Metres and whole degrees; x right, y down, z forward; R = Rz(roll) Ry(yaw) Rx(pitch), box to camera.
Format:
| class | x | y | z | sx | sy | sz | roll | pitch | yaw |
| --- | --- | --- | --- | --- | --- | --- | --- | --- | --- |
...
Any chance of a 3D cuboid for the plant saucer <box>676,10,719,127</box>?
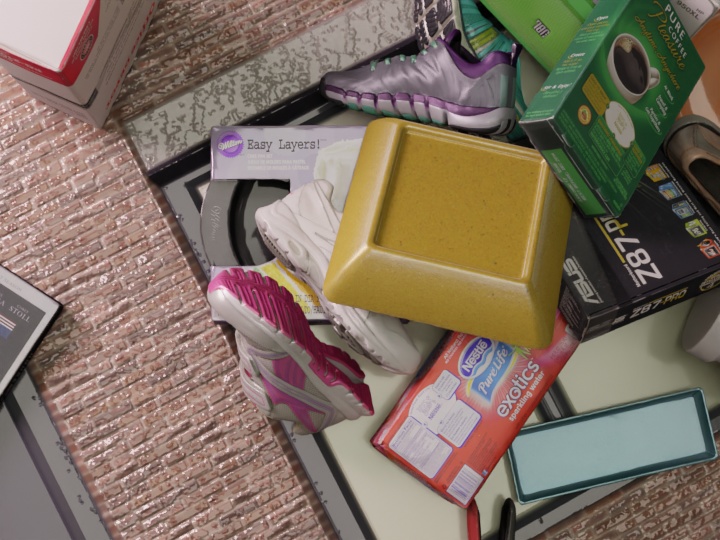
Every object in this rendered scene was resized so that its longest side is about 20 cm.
| class | x | y | z | sx | sy | sz | roll | pitch | yaw |
| --- | --- | --- | --- | --- | --- | --- | --- | --- | --- |
| plant saucer | 0.386 | -0.178 | 1.258 | 0.198 | 0.037 | 0.202 | 0 | 85 | -4 |

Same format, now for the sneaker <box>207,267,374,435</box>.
| class | x | y | z | sx | sy | sz | roll | pitch | yaw |
| --- | --- | --- | --- | --- | --- | --- | --- | --- | --- |
| sneaker | -0.075 | 0.083 | 1.145 | 0.088 | 0.082 | 0.200 | -35 | 118 | 14 |

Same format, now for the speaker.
| class | x | y | z | sx | sy | sz | roll | pitch | yaw |
| --- | --- | --- | --- | --- | --- | --- | --- | --- | --- |
| speaker | 0.176 | -0.247 | 1.200 | 0.200 | 0.088 | 0.089 | 42 | 82 | -18 |

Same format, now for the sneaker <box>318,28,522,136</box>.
| class | x | y | z | sx | sy | sz | roll | pitch | yaw |
| --- | --- | --- | --- | --- | --- | --- | --- | --- | --- |
| sneaker | 0.057 | -0.181 | 1.183 | 0.198 | 0.074 | 0.088 | 14 | 100 | 25 |

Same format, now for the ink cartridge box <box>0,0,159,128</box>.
| class | x | y | z | sx | sy | sz | roll | pitch | yaw |
| --- | --- | --- | --- | --- | --- | --- | --- | --- | --- |
| ink cartridge box | -0.250 | -0.226 | 1.130 | 0.084 | 0.200 | 0.146 | 23 | 83 | 1 |

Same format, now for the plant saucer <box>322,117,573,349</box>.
| class | x | y | z | sx | sy | sz | roll | pitch | yaw |
| --- | --- | --- | --- | --- | --- | --- | --- | --- | --- |
| plant saucer | 0.084 | -0.047 | 1.106 | 0.198 | 0.049 | 0.201 | 13 | 57 | 2 |

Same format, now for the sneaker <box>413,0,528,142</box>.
| class | x | y | z | sx | sy | sz | roll | pitch | yaw |
| --- | --- | --- | --- | --- | --- | --- | --- | --- | --- |
| sneaker | 0.110 | -0.209 | 1.232 | 0.079 | 0.077 | 0.202 | -20 | 90 | -26 |

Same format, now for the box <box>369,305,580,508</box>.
| class | x | y | z | sx | sy | sz | roll | pitch | yaw |
| --- | --- | --- | --- | --- | --- | --- | --- | --- | --- |
| box | 0.106 | 0.106 | 1.177 | 0.099 | 0.095 | 0.201 | 36 | 82 | -1 |

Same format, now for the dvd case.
| class | x | y | z | sx | sy | sz | roll | pitch | yaw |
| --- | --- | --- | --- | --- | --- | --- | --- | --- | --- |
| dvd case | -0.389 | 0.076 | 1.177 | 0.150 | 0.025 | 0.201 | 32 | 83 | -1 |

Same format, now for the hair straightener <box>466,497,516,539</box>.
| class | x | y | z | sx | sy | sz | roll | pitch | yaw |
| --- | --- | --- | --- | --- | --- | --- | --- | --- | --- |
| hair straightener | 0.140 | 0.310 | 1.187 | 0.076 | 0.041 | 0.202 | -2 | 84 | -5 |

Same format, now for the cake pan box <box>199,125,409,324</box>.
| class | x | y | z | sx | sy | sz | roll | pitch | yaw |
| --- | --- | --- | --- | --- | --- | --- | --- | --- | --- |
| cake pan box | -0.050 | -0.043 | 1.204 | 0.198 | 0.052 | 0.186 | 1 | 82 | -4 |

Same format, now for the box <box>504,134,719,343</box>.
| class | x | y | z | sx | sy | sz | roll | pitch | yaw |
| --- | --- | --- | --- | --- | --- | --- | --- | --- | --- |
| box | 0.222 | -0.049 | 1.176 | 0.160 | 0.049 | 0.201 | -20 | 61 | -14 |

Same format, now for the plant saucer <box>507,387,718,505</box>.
| class | x | y | z | sx | sy | sz | roll | pitch | yaw |
| --- | --- | --- | --- | --- | --- | --- | --- | --- | --- |
| plant saucer | 0.237 | 0.166 | 1.222 | 0.198 | 0.019 | 0.071 | -12 | 85 | -6 |

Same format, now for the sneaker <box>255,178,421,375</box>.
| class | x | y | z | sx | sy | sz | roll | pitch | yaw |
| --- | --- | --- | --- | --- | --- | --- | --- | --- | --- |
| sneaker | 0.000 | 0.000 | 1.142 | 0.099 | 0.078 | 0.200 | -39 | 90 | -10 |

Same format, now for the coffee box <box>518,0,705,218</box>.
| class | x | y | z | sx | sy | sz | roll | pitch | yaw |
| --- | --- | --- | --- | --- | --- | --- | --- | --- | --- |
| coffee box | 0.228 | -0.158 | 1.140 | 0.123 | 0.044 | 0.201 | 49 | 60 | -29 |

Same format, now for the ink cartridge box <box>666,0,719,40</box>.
| class | x | y | z | sx | sy | sz | roll | pitch | yaw |
| --- | --- | --- | --- | --- | --- | --- | --- | --- | --- |
| ink cartridge box | 0.304 | -0.332 | 1.215 | 0.144 | 0.084 | 0.201 | 37 | 64 | 0 |

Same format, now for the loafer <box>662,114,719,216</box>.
| class | x | y | z | sx | sy | sz | roll | pitch | yaw |
| --- | --- | --- | --- | --- | --- | --- | --- | --- | --- |
| loafer | 0.360 | -0.066 | 1.203 | 0.199 | 0.063 | 0.072 | 34 | 120 | -20 |

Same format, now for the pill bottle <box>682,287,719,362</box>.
| class | x | y | z | sx | sy | sz | roll | pitch | yaw |
| --- | --- | --- | --- | --- | --- | --- | --- | --- | --- |
| pill bottle | 0.409 | 0.078 | 1.195 | 0.199 | 0.116 | 0.117 | 26 | 83 | -1 |
